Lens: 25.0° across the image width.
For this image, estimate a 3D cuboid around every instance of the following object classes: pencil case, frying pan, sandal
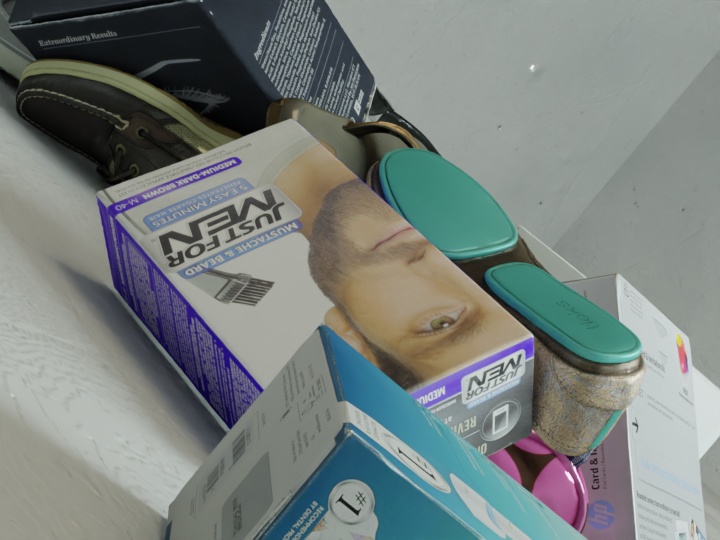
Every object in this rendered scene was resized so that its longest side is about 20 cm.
[{"bbox_3d":[0.055,0.087,0.843,0.094,0.091,0.200,60,-3,-14],"label":"pencil case"},{"bbox_3d":[-0.007,-0.141,1.206,0.115,0.031,0.190,48,1,26],"label":"frying pan"},{"bbox_3d":[0.007,-0.069,1.032,0.200,0.054,0.082,21,62,-60],"label":"sandal"}]

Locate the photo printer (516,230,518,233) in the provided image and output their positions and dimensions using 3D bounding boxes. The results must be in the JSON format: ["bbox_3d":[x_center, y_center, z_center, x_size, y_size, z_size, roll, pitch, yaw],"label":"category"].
[{"bbox_3d":[0.000,0.000,0.906,0.166,0.070,0.200,-6,11,-5],"label":"photo printer"}]

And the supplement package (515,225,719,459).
[{"bbox_3d":[0.168,0.095,1.289,0.151,0.152,0.200,43,6,40],"label":"supplement package"}]

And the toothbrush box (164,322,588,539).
[{"bbox_3d":[0.042,0.119,0.481,0.200,0.085,0.146,38,4,-10],"label":"toothbrush box"}]

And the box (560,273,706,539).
[{"bbox_3d":[0.150,0.117,0.874,0.156,0.041,0.200,31,55,-61],"label":"box"}]

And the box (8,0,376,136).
[{"bbox_3d":[-0.103,-0.140,1.053,0.148,0.104,0.200,-2,-35,28],"label":"box"}]

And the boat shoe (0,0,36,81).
[{"bbox_3d":[-0.262,-0.198,1.150,0.201,0.072,0.070,43,5,26],"label":"boat shoe"}]

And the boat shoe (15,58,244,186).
[{"bbox_3d":[-0.126,-0.067,1.011,0.200,0.065,0.073,23,-29,-3],"label":"boat shoe"}]

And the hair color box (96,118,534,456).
[{"bbox_3d":[-0.024,0.017,0.720,0.200,0.109,0.065,45,-31,41],"label":"hair color box"}]

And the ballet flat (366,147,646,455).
[{"bbox_3d":[0.054,0.016,0.752,0.068,0.067,0.200,-5,34,-27],"label":"ballet flat"}]
